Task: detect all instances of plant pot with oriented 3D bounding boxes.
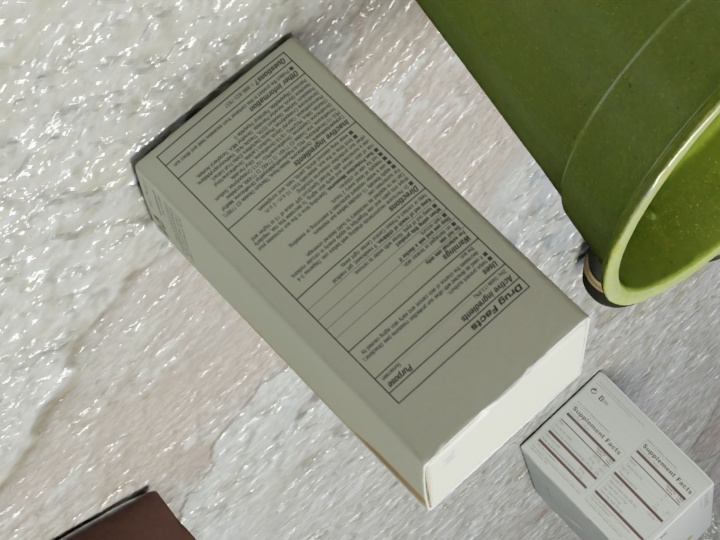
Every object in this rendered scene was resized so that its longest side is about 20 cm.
[{"bbox_3d":[0.122,-0.120,0.873,0.200,0.190,0.200,-38,159,-18],"label":"plant pot"}]

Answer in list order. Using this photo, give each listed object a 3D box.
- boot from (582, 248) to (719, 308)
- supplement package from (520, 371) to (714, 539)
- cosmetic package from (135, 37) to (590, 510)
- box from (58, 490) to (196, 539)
[{"bbox_3d":[0.260,-0.065,1.429,0.200,0.077,0.139,-39,154,-19],"label":"boot"},{"bbox_3d":[0.257,0.215,1.840,0.111,0.156,0.200,-43,160,-6],"label":"supplement package"},{"bbox_3d":[0.000,0.000,0.856,0.105,0.200,0.071,-39,159,-13],"label":"cosmetic package"},{"bbox_3d":[-0.144,0.281,1.128,0.164,0.200,0.166,-27,153,-39],"label":"box"}]
